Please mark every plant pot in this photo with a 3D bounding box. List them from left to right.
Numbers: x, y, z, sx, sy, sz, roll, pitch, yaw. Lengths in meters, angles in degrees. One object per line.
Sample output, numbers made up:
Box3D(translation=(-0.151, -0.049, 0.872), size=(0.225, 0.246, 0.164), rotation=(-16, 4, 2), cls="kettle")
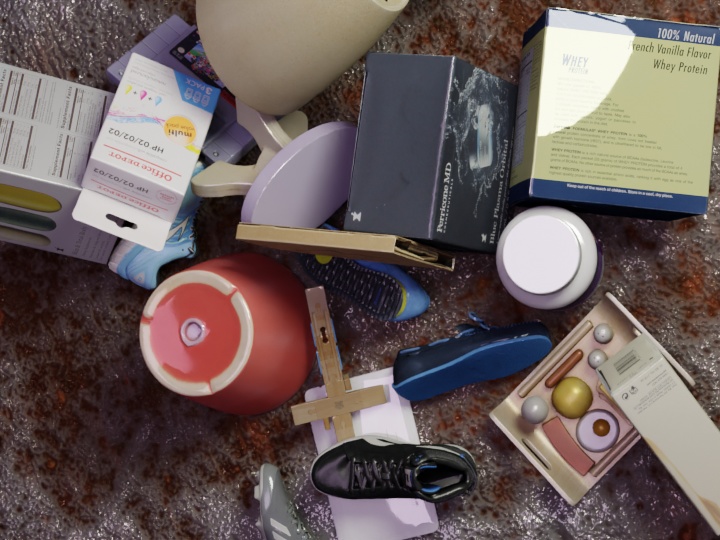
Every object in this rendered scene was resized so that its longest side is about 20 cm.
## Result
Box3D(translation=(-0.165, 0.074, 1.542), size=(0.197, 0.177, 0.204), rotation=(-1, 87, 15), cls="plant pot")
Box3D(translation=(-0.045, -0.291, 1.415), size=(0.198, 0.186, 0.190), rotation=(-18, 82, 41), cls="plant pot")

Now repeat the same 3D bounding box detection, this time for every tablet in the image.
Box3D(translation=(0.012, 0.229, 1.573), size=(0.128, 0.014, 0.203), rotation=(-15, 83, 14), cls="tablet")

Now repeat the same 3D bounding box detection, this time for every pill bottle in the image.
Box3D(translation=(0.209, -0.012, 1.436), size=(0.110, 0.200, 0.113), rotation=(-1, 87, 14), cls="pill bottle")

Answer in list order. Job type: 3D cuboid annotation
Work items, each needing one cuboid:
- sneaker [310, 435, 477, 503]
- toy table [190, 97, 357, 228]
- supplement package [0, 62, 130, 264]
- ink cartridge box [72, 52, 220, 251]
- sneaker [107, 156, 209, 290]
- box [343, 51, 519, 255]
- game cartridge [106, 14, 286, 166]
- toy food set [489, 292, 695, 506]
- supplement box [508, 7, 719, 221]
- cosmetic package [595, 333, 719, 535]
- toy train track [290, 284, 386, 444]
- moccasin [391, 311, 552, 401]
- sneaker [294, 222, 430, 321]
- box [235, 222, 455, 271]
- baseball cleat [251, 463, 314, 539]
Box3D(translation=(0.037, 0.230, 1.496), size=(0.196, 0.112, 0.074), rotation=(-3, 88, 1), cls="sneaker")
Box3D(translation=(-0.096, -0.122, 1.542), size=(0.116, 0.199, 0.186), rotation=(30, 128, 30), cls="toy table")
Box3D(translation=(-0.376, -0.127, 1.555), size=(0.197, 0.152, 0.153), rotation=(13, 57, -17), cls="supplement package")
Box3D(translation=(-0.243, -0.136, 1.484), size=(0.114, 0.068, 0.202), rotation=(21, 57, -11), cls="ink cartridge box")
Box3D(translation=(-0.226, -0.060, 1.630), size=(0.090, 0.078, 0.201), rotation=(39, 101, -6), cls="sneaker")
Box3D(translation=(0.087, -0.126, 1.462), size=(0.116, 0.199, 0.200), rotation=(7, 90, 31), cls="box")
Box3D(translation=(-0.201, -0.222, 1.610), size=(0.199, 0.039, 0.130), rotation=(40, 69, 12), cls="game cartridge")
Box3D(translation=(0.264, 0.147, 1.487), size=(0.200, 0.060, 0.144), rotation=(-46, 78, 9), cls="toy food set")
Box3D(translation=(0.277, -0.167, 1.434), size=(0.196, 0.134, 0.203), rotation=(5, 89, -4), cls="supplement box")
Box3D(translation=(0.347, 0.176, 1.410), size=(0.071, 0.105, 0.201), rotation=(-37, 98, 8), cls="cosmetic package")
Box3D(translation=(-0.036, 0.117, 1.557), size=(0.113, 0.033, 0.203), rotation=(-12, 99, -3), cls="toy train track")
Box3D(translation=(0.123, 0.088, 1.515), size=(0.197, 0.081, 0.069), rotation=(-16, 51, 16), cls="moccasin")
Box3D(translation=(0.000, 0.000, 1.570), size=(0.199, 0.078, 0.067), rotation=(34, 110, 32), cls="sneaker")
Box3D(translation=(-0.014, -0.026, 1.439), size=(0.197, 0.163, 0.022), rotation=(5, 86, 28), cls="box")
Box3D(translation=(-0.071, 0.329, 1.570), size=(0.105, 0.070, 0.204), rotation=(-7, 95, 7), cls="baseball cleat")
